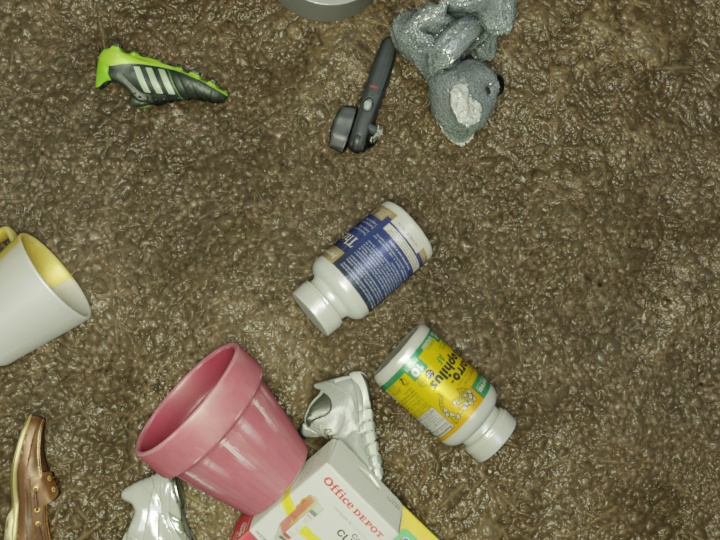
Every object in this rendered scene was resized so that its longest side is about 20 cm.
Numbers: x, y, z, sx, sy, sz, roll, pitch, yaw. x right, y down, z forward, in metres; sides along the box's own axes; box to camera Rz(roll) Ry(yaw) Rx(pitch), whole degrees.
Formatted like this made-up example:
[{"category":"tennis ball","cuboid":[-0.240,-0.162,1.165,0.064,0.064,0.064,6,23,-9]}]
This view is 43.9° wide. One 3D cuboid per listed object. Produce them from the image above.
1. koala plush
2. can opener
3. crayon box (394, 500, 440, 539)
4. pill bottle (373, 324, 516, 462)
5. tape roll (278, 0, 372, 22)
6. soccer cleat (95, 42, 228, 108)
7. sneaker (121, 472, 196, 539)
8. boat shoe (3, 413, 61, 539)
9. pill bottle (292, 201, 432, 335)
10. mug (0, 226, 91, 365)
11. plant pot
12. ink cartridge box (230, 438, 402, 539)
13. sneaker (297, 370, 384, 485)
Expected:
[{"category":"koala plush","cuboid":[0.145,-0.296,1.352,0.182,0.177,0.201,-8,88,-3]},{"category":"can opener","cuboid":[0.017,-0.271,1.380,0.078,0.063,0.201,22,81,-3]},{"category":"crayon box","cuboid":[0.049,0.465,1.288,0.173,0.058,0.200,44,80,-1]},{"category":"pill bottle","cuboid":[0.127,0.183,1.308,0.200,0.113,0.113,43,80,0]},{"category":"tape roll","cuboid":[-0.055,-0.498,1.401,0.199,0.066,0.202,1,83,-6]},{"category":"soccer cleat","cuboid":[-0.300,-0.277,1.348,0.199,0.068,0.082,18,98,-3]},{"category":"sneaker","cuboid":[-0.282,0.386,1.257,0.099,0.078,0.201,-18,76,-2]},{"category":"boat shoe","cuboid":[-0.451,0.301,1.245,0.067,0.072,0.202,5,88,-12]},{"category":"pill bottle","cuboid":[0.000,0.000,1.317,0.200,0.111,0.111,-41,89,-11]},{"category":"mug","cuboid":[-0.488,0.045,1.257,0.153,0.187,0.150,-38,121,-2]},{"category":"plant pot","cuboid":[-0.178,0.232,1.234,0.179,0.200,0.200,46,79,-15]},{"category":"ink cartridge box","cuboid":[-0.061,0.354,1.232,0.200,0.083,0.145,-43,96,13]},{"category":"sneaker","cuboid":[-0.031,0.254,1.306,0.115,0.075,0.201,-9,74,-3]}]
